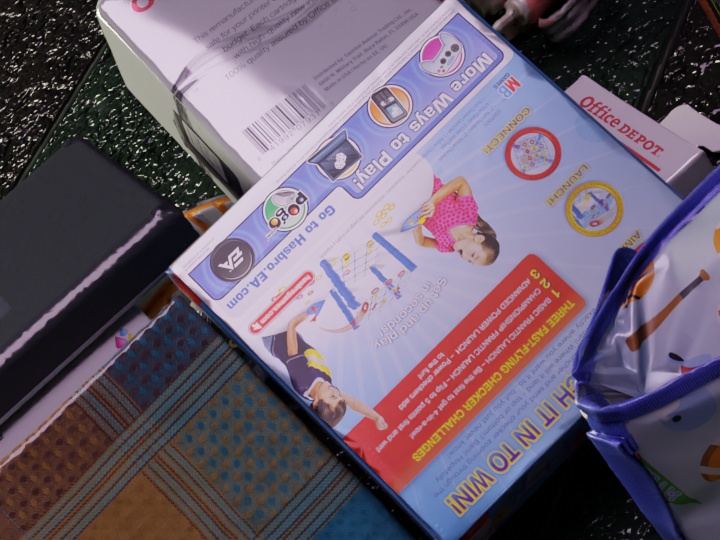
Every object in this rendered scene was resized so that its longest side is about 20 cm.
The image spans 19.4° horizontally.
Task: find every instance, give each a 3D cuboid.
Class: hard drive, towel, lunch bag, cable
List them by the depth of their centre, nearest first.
[{"bbox_3d":[0.193,0.040,0.895,0.200,0.170,0.124,-45,35,-11],"label":"lunch bag"},{"bbox_3d":[-0.070,0.132,1.007,0.147,0.200,0.022,-43,1,-8],"label":"towel"},{"bbox_3d":[-0.191,0.019,1.116,0.200,0.033,0.140,-43,35,-9],"label":"hard drive"},{"bbox_3d":[0.138,-0.208,1.303,0.200,0.050,0.097,-48,30,-13],"label":"cable"}]

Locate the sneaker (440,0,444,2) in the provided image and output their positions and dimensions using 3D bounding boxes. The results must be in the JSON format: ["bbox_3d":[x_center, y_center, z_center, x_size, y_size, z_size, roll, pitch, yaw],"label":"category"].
[{"bbox_3d":[0.032,-0.218,1.337,0.074,0.088,0.200,-34,13,12],"label":"sneaker"}]

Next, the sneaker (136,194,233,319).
[{"bbox_3d":[-0.127,0.013,1.262,0.200,0.078,0.077,-34,23,-3],"label":"sneaker"}]

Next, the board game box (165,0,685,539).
[{"bbox_3d":[0.046,0.003,1.021,0.200,0.056,0.196,-44,73,-6],"label":"board game box"}]

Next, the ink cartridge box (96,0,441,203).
[{"bbox_3d":[-0.029,-0.106,1.161,0.145,0.083,0.200,-37,62,-11],"label":"ink cartridge box"}]

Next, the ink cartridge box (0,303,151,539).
[{"bbox_3d":[-0.156,0.085,1.113,0.145,0.084,0.200,-41,36,-7],"label":"ink cartridge box"}]

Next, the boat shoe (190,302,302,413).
[{"bbox_3d":[0.000,0.000,1.185,0.200,0.071,0.091,-42,43,-2],"label":"boat shoe"}]

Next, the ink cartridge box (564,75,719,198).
[{"bbox_3d":[0.117,-0.026,1.110,0.200,0.068,0.116,-41,39,-6],"label":"ink cartridge box"}]

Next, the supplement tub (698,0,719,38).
[{"bbox_3d":[0.243,-0.146,1.097,0.122,0.123,0.200,-28,38,11],"label":"supplement tub"}]
